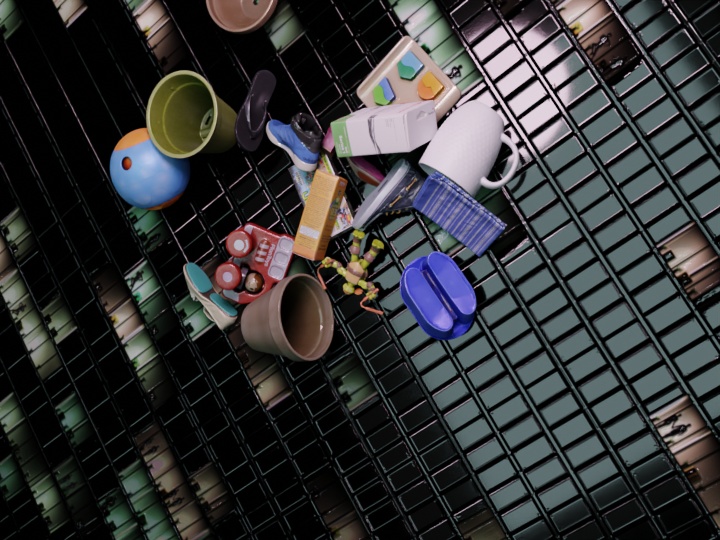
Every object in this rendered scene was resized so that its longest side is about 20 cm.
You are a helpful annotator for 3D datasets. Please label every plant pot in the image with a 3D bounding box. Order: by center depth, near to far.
[{"bbox_3d":[-0.188,0.122,1.712,0.170,0.198,0.206,-12,86,34],"label":"plant pot"},{"bbox_3d":[-0.393,-0.365,1.774,0.195,0.189,0.206,0,89,18],"label":"plant pot"},{"bbox_3d":[-0.279,-0.682,1.786,0.195,0.092,0.207,0,89,19],"label":"plant pot"}]

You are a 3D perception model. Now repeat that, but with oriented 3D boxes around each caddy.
[{"bbox_3d":[0.175,0.056,1.617,0.140,0.105,0.202,-32,79,-8],"label":"caddy"}]

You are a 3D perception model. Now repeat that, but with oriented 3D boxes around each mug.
[{"bbox_3d":[0.252,-0.257,1.564,0.198,0.147,0.178,33,91,22],"label":"mug"}]

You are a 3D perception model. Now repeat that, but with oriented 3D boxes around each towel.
[{"bbox_3d":[0.211,-0.120,1.573,0.198,0.145,0.024,37,61,2],"label":"towel"}]

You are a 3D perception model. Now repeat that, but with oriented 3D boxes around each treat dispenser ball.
[{"bbox_3d":[-0.530,-0.256,1.818,0.195,0.200,0.207,0,90,19],"label":"treat dispenser ball"}]

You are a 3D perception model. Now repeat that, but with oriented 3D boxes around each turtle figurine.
[{"bbox_3d":[0.000,0.000,1.696,0.198,0.064,0.164,33,113,21],"label":"turtle figurine"}]

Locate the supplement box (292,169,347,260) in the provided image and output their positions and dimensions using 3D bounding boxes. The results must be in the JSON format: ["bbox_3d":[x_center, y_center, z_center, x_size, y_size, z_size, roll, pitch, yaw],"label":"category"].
[{"bbox_3d":[-0.096,-0.129,1.694,0.067,0.066,0.205,18,97,19],"label":"supplement box"}]

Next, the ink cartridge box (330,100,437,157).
[{"bbox_3d":[0.056,-0.315,1.599,0.196,0.145,0.087,3,115,36],"label":"ink cartridge box"}]

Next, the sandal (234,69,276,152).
[{"bbox_3d":[-0.261,-0.397,1.783,0.043,0.074,0.206,23,99,61],"label":"sandal"}]

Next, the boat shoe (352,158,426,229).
[{"bbox_3d":[0.070,-0.153,1.661,0.090,0.071,0.201,35,111,-18],"label":"boat shoe"}]

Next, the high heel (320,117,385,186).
[{"bbox_3d":[0.001,-0.281,1.705,0.198,0.068,0.097,36,78,4],"label":"high heel"}]

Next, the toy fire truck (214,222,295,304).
[{"bbox_3d":[-0.258,-0.010,1.776,0.164,0.112,0.205,21,98,0],"label":"toy fire truck"}]

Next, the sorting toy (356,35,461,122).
[{"bbox_3d":[0.108,-0.414,1.675,0.185,0.036,0.201,-44,76,14],"label":"sorting toy"}]

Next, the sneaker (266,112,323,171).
[{"bbox_3d":[-0.154,-0.335,1.714,0.201,0.075,0.113,51,132,37],"label":"sneaker"}]

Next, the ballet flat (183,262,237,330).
[{"bbox_3d":[-0.396,0.071,1.843,0.070,0.069,0.200,-46,76,13],"label":"ballet flat"}]

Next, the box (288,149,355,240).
[{"bbox_3d":[-0.089,-0.180,1.746,0.108,0.035,0.204,-26,81,18],"label":"box"}]
